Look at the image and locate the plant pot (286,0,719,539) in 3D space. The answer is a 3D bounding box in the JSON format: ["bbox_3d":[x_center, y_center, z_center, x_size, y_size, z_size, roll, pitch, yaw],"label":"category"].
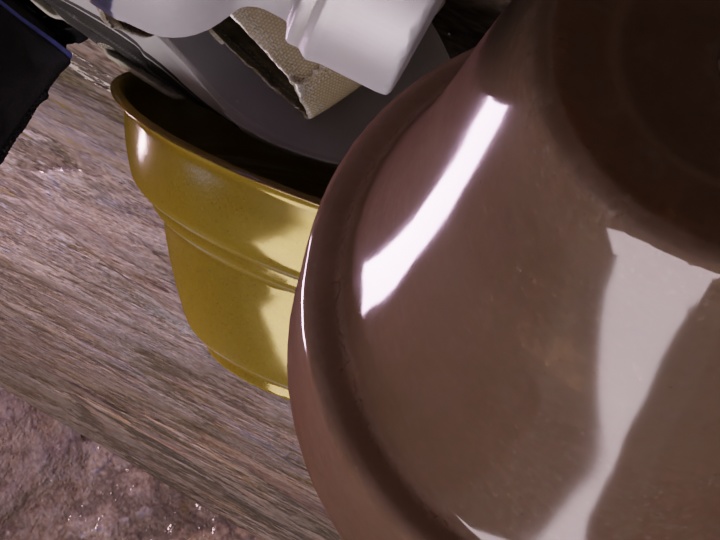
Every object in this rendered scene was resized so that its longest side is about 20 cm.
[{"bbox_3d":[0.086,-0.006,0.761,0.200,0.200,0.175,27,153,7],"label":"plant pot"}]

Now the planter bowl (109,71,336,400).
[{"bbox_3d":[0.000,0.000,1.015,0.200,0.083,0.200,16,-167,-4],"label":"planter bowl"}]

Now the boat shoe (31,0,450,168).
[{"bbox_3d":[-0.052,-0.093,0.986,0.200,0.071,0.064,32,173,13],"label":"boat shoe"}]

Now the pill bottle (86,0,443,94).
[{"bbox_3d":[-0.061,-0.126,0.709,0.200,0.111,0.111,29,170,0],"label":"pill bottle"}]

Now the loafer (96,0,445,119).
[{"bbox_3d":[-0.072,-0.113,0.917,0.200,0.068,0.076,27,170,6],"label":"loafer"}]

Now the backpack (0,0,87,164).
[{"bbox_3d":[-0.242,-0.107,1.226,0.183,0.135,0.200,36,170,-33],"label":"backpack"}]
